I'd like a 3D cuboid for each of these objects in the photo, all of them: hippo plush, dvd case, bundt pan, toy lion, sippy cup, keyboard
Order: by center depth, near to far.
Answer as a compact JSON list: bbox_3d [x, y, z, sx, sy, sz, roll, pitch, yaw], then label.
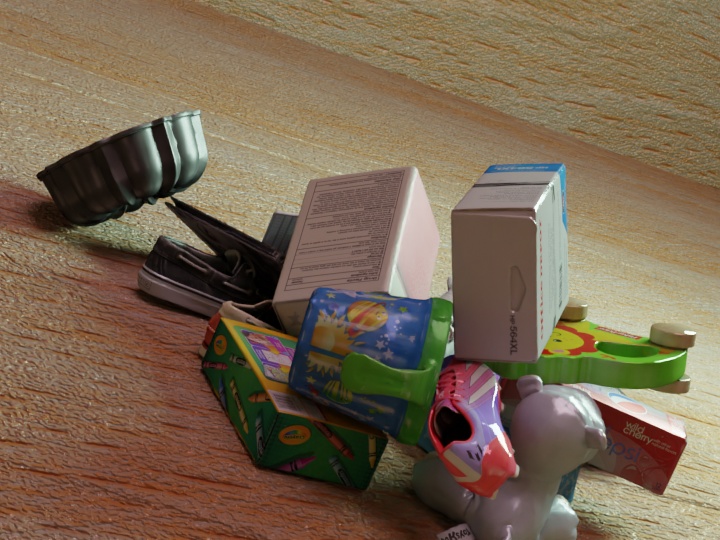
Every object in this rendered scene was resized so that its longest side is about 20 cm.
[{"bbox_3d":[0.006,0.077,1.538,0.129,0.141,0.178,15,-28,-2],"label":"sippy cup"},{"bbox_3d":[0.142,0.170,1.573,0.158,0.162,0.199,30,16,21],"label":"hippo plush"},{"bbox_3d":[0.206,0.080,1.669,0.198,0.070,0.191,14,15,33],"label":"toy lion"},{"bbox_3d":[-0.118,-0.009,1.891,0.199,0.016,0.149,27,-14,42],"label":"dvd case"},{"bbox_3d":[-0.259,-0.108,1.905,0.077,0.200,0.202,69,20,0],"label":"bundt pan"},{"bbox_3d":[-0.087,-0.029,1.952,0.056,0.011,0.200,2,-19,-11],"label":"keyboard"}]

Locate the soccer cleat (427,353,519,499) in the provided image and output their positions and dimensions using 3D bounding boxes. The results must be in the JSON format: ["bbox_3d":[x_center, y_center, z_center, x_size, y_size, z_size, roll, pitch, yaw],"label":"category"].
[{"bbox_3d":[0.088,0.125,1.516,0.076,0.067,0.201,37,19,-25],"label":"soccer cleat"}]

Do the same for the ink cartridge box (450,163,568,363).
[{"bbox_3d":[0.145,-0.011,1.621,0.083,0.148,0.200,2,15,15],"label":"ink cartridge box"}]

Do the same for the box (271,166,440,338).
[{"bbox_3d":[0.000,0.000,1.772,0.126,0.110,0.201,-6,41,19],"label":"box"}]

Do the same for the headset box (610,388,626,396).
[{"bbox_3d":[0.226,0.149,1.945,0.147,0.076,0.200,16,17,-28],"label":"headset box"}]

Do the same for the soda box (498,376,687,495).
[{"bbox_3d":[0.234,0.155,1.753,0.198,0.071,0.063,23,14,0],"label":"soda box"}]

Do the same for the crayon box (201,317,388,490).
[{"bbox_3d":[-0.066,0.123,1.609,0.118,0.059,0.200,17,17,-27],"label":"crayon box"}]

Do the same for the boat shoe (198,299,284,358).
[{"bbox_3d":[-0.094,0.062,1.768,0.071,0.063,0.199,30,14,27],"label":"boat shoe"}]

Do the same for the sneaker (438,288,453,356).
[{"bbox_3d":[0.085,0.073,1.798,0.073,0.071,0.200,41,59,7],"label":"sneaker"}]

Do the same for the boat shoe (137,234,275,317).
[{"bbox_3d":[-0.143,0.014,1.833,0.198,0.072,0.072,17,15,-37],"label":"boat shoe"}]

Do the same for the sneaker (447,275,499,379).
[{"bbox_3d":[0.147,0.083,1.895,0.087,0.081,0.202,-6,48,4],"label":"sneaker"}]

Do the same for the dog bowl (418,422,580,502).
[{"bbox_3d":[0.142,0.177,1.771,0.198,0.050,0.112,23,15,-4],"label":"dog bowl"}]
